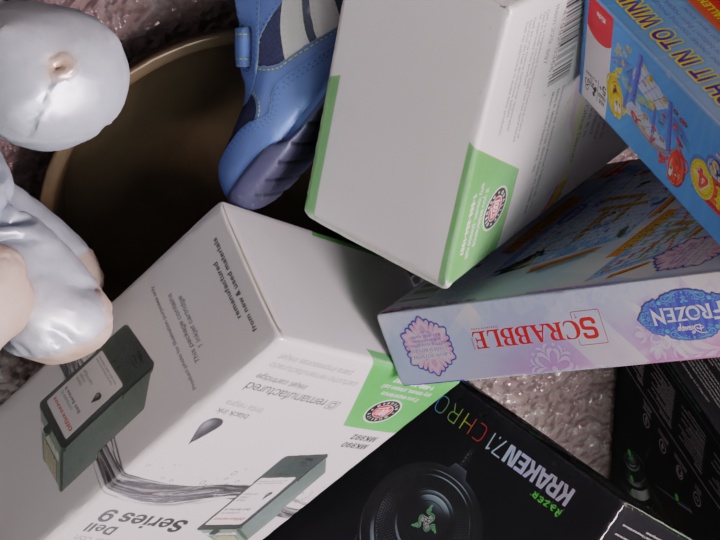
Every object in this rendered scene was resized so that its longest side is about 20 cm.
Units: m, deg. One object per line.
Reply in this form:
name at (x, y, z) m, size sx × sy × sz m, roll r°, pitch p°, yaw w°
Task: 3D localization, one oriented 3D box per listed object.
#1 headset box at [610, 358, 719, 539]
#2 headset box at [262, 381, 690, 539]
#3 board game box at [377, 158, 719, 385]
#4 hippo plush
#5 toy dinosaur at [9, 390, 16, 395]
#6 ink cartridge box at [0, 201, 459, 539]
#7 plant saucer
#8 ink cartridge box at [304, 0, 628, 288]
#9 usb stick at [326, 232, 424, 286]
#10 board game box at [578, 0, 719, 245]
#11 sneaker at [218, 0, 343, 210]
headset box at (0.226, 0.129, 1.173) m, size 0.093 × 0.174 × 0.200 m, roll -13°, pitch 129°, yaw -13°
headset box at (0.040, 0.169, 1.018) m, size 0.200 × 0.174 × 0.093 m, roll -56°, pitch 141°, yaw 2°
board game box at (0.143, -0.011, 0.924) m, size 0.200 × 0.199 × 0.041 m, roll -34°, pitch 110°, yaw -47°
hippo plush at (-0.180, -0.064, 0.899) m, size 0.161 × 0.200 × 0.159 m, roll -67°, pitch 165°, yaw 7°
toy dinosaur at (-0.082, 0.074, 1.094) m, size 0.200 × 0.060 × 0.106 m, roll -14°, pitch 120°, yaw 2°
ink cartridge box at (-0.075, 0.070, 0.968) m, size 0.200 × 0.084 × 0.146 m, roll -41°, pitch 148°, yaw 24°
plant saucer at (-0.070, -0.043, 1.011) m, size 0.200 × 0.029 × 0.200 m, roll -12°, pitch 130°, yaw -15°
ink cartridge box at (0.071, -0.104, 0.917) m, size 0.200 × 0.087 × 0.146 m, roll -34°, pitch 143°, yaw -47°
usb stick at (0.000, 0.000, 1.030) m, size 0.200 × 0.033 × 0.056 m, roll -21°, pitch 132°, yaw -4°
board game box at (0.225, -0.069, 0.820) m, size 0.196 × 0.200 × 0.056 m, roll -16°, pitch 133°, yaw -17°
sneaker at (-0.028, -0.125, 0.915) m, size 0.082 × 0.074 × 0.200 m, roll 25°, pitch 97°, yaw 7°
